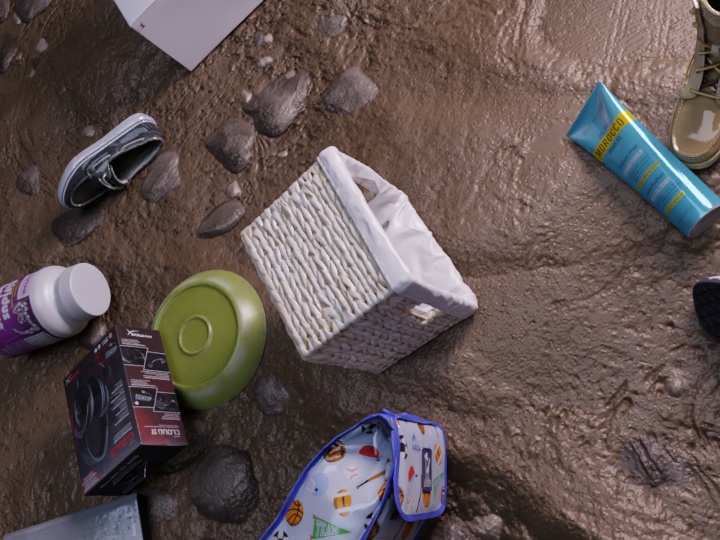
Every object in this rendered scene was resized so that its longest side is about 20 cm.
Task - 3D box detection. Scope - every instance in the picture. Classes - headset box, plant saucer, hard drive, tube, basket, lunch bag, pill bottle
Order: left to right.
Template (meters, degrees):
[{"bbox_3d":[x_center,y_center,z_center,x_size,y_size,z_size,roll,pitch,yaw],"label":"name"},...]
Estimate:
[{"bbox_3d":[-0.484,0.058,1.208,0.200,0.112,0.112,-20,68,21],"label":"pill bottle"},{"bbox_3d":[-0.376,0.398,1.072,0.200,0.033,0.140,-18,66,4],"label":"hard drive"},{"bbox_3d":[-0.320,0.199,1.078,0.149,0.077,0.200,-41,55,29],"label":"headset box"},{"bbox_3d":[-0.224,0.093,1.113,0.200,0.031,0.200,-7,73,25],"label":"plant saucer"},{"bbox_3d":[0.000,0.000,0.933,0.161,0.198,0.200,-40,62,16],"label":"basket"},{"bbox_3d":[0.013,0.248,0.868,0.124,0.170,0.200,30,90,27],"label":"lunch bag"},{"bbox_3d":[0.315,-0.121,0.889,0.200,0.050,0.077,53,132,29],"label":"tube"}]

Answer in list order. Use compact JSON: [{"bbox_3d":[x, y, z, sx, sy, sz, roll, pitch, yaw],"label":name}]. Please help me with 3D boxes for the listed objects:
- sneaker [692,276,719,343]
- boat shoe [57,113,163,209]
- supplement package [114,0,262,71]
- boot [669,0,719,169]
[{"bbox_3d":[0.415,0.040,0.763,0.200,0.083,0.072,-164,62,-65],"label":"sneaker"},{"bbox_3d":[-0.393,-0.161,1.246,0.200,0.072,0.071,-43,57,8],"label":"boat shoe"},{"bbox_3d":[-0.280,-0.464,1.232,0.191,0.147,0.200,-40,62,12],"label":"supplement package"},{"bbox_3d":[0.370,-0.219,0.828,0.073,0.155,0.200,24,88,30],"label":"boot"}]
